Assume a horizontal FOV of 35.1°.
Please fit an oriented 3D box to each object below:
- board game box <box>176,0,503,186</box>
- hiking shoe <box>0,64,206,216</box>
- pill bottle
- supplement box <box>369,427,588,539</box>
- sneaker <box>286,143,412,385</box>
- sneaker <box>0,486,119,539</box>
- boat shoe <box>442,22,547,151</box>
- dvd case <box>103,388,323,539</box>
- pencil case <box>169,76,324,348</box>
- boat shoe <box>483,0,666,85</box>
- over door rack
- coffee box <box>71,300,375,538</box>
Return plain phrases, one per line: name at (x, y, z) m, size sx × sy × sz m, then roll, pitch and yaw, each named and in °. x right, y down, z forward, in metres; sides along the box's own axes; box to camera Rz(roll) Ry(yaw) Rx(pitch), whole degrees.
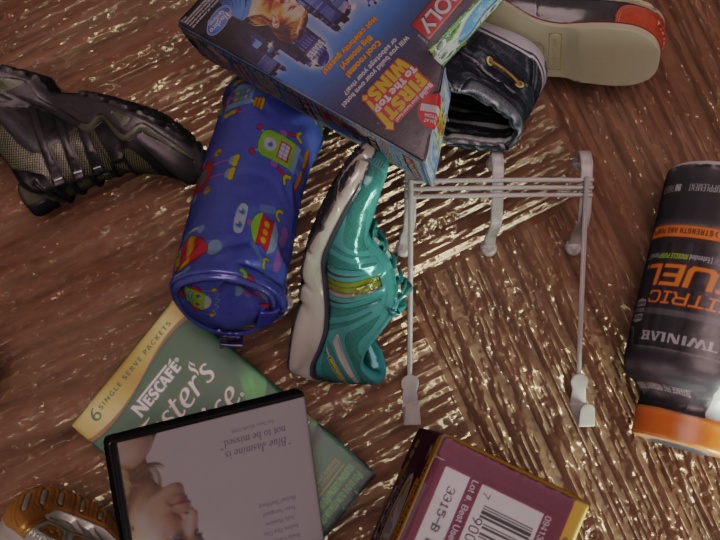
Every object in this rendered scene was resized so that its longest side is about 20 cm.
board game box at (0.013, -0.168, 0.782) m, size 0.200 × 0.062 × 0.200 m, roll -45°, pitch 76°, yaw -1°
hiking shoe at (-0.212, -0.086, 0.862) m, size 0.197 × 0.076 × 0.102 m, roll 18°, pitch 97°, yaw 5°
pill bottle at (0.255, 0.031, 0.834) m, size 0.104 × 0.106 × 0.203 m, roll 15°, pitch 83°, yaw 0°
supplement box at (0.065, 0.185, 0.763) m, size 0.102 × 0.200 × 0.133 m, roll 24°, pitch 83°, yaw 2°
sneaker at (0.000, 0.000, 0.810) m, size 0.078 × 0.202 × 0.078 m, roll 14°, pitch 38°, yaw 5°
sneaker at (-0.174, 0.233, 0.826) m, size 0.198 × 0.076 × 0.088 m, roll 29°, pitch 112°, yaw -6°
boat shoe at (0.038, -0.156, 0.844) m, size 0.197 × 0.071 × 0.091 m, roll 19°, pitch 45°, yaw 7°
dvd case at (-0.091, 0.195, 0.780) m, size 0.141 × 0.017 × 0.204 m, roll -11°, pitch 100°, yaw -24°
pencil case at (-0.076, -0.049, 0.813) m, size 0.086 × 0.078 × 0.203 m, roll 20°, pitch 55°, yaw -16°
boat shoe at (0.136, -0.190, 0.879) m, size 0.197 × 0.072 × 0.063 m, roll 10°, pitch 45°, yaw 13°
over door rack at (0.100, 0.012, 0.857) m, size 0.145 × 0.067 × 0.204 m, roll -1°, pitch 95°, yaw 0°
coffee box at (-0.101, 0.132, 0.843) m, size 0.199 × 0.044 × 0.123 m, roll 41°, pitch 84°, yaw 3°
